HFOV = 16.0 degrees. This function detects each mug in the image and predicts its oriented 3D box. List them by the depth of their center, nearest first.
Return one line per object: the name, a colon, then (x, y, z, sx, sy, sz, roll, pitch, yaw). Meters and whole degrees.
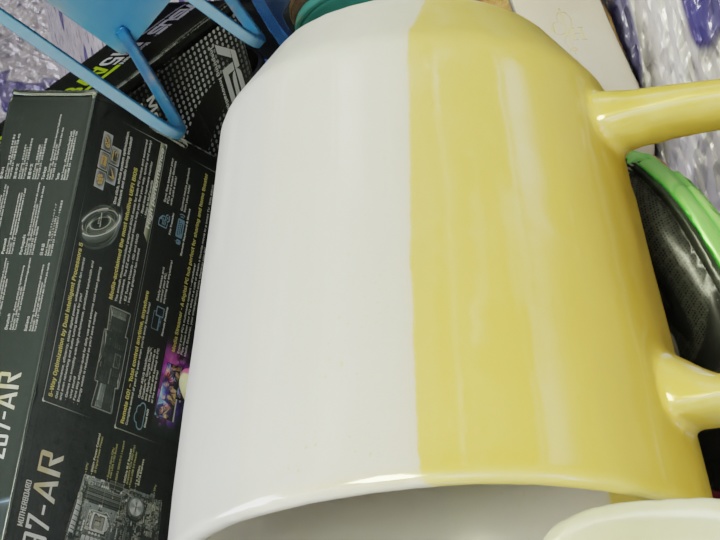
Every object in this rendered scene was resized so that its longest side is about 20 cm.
mug: (0.037, 0.009, 0.725, 0.150, 0.186, 0.154, 104, 164, -67)

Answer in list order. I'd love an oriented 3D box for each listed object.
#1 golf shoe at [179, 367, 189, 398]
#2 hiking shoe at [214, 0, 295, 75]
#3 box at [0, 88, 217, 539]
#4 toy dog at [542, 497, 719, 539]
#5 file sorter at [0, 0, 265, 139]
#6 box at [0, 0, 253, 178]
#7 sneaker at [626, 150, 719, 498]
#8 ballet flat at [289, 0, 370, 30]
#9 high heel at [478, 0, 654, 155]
golf shoe: (0.000, 0.000, 0.970, 0.091, 0.200, 0.075, 42, -169, 36)
hiking shoe: (-0.042, -0.114, 1.307, 0.200, 0.086, 0.075, 105, 152, -67)
box: (-0.093, 0.048, 1.012, 0.160, 0.043, 0.201, 27, -111, -55)
toy dog: (0.083, 0.168, 0.696, 0.193, 0.200, 0.140, -2, 57, 44)
file sorter: (-0.065, -0.172, 0.975, 0.139, 0.200, 0.123, 34, -168, -35)
box: (-0.094, 0.014, 1.090, 0.047, 0.193, 0.201, 3, 119, 34)
sneaker: (0.088, 0.064, 0.784, 0.077, 0.083, 0.201, -143, 46, -73)
ballet flat: (0.015, -0.140, 1.067, 0.200, 0.068, 0.073, 141, 138, -78)
high heel: (0.045, -0.070, 0.895, 0.143, 0.071, 0.201, -130, 46, -57)
